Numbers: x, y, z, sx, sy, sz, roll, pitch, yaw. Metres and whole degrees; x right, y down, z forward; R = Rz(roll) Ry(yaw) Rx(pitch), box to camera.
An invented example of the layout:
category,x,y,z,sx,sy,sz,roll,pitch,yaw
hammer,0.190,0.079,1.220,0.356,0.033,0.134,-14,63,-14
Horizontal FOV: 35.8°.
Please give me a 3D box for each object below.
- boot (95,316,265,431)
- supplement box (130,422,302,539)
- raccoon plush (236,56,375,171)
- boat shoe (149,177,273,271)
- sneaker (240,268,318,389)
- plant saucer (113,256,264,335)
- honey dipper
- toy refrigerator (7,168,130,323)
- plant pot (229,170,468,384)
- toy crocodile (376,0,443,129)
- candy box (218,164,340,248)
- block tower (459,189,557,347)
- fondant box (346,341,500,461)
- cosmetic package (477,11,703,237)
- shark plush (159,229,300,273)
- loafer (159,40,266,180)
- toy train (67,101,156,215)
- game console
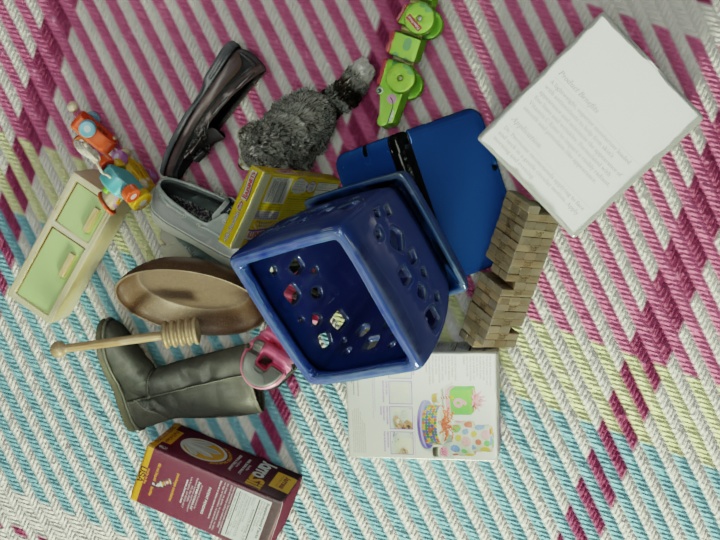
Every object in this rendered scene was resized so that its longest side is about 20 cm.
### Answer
category,x,y,z,sx,sy,sz,roll,pitch,yaw
boot,-0.244,0.130,1.514,0.199,0.073,0.183,-13,109,19
supplement box,-0.193,0.294,1.509,0.199,0.110,0.086,21,102,7
raccoon plush,-0.078,-0.199,1.395,0.097,0.134,0.200,37,104,5
boat shoe,-0.182,-0.062,1.451,0.200,0.070,0.072,23,140,5
sneaker,-0.081,0.076,1.473,0.079,0.095,0.200,35,79,18
plant saucer,-0.219,0.030,1.453,0.199,0.201,0.037,2,64,11
honey dipper,-0.313,0.091,1.476,0.199,0.038,0.038,-7,98,3
toy refrigerator,-0.396,-0.033,1.519,0.076,0.070,0.200,34,103,5
plant pot,0.000,0.000,1.325,0.199,0.180,0.201,-13,116,43
toy crocodile,0.057,-0.275,1.392,0.061,0.067,0.201,20,100,13
candy box,-0.096,-0.076,1.387,0.026,0.200,0.103,33,104,21
block tower,0.188,0.004,1.396,0.058,0.054,0.201,3,113,-32
fondant box,0.083,0.170,1.462,0.199,0.058,0.145,0,99,12
cosmetic package,0.269,-0.173,1.315,0.200,0.165,0.165,-43,89,15
shark plush,-0.175,-0.019,1.482,0.199,0.091,0.084,2,68,16
loafer,-0.193,-0.199,1.454,0.063,0.072,0.201,30,100,1
toy train,-0.336,-0.137,1.441,0.150,0.200,0.056,41,99,-22
game console,0.088,-0.085,1.441,0.170,0.118,0.201,-14,96,44
